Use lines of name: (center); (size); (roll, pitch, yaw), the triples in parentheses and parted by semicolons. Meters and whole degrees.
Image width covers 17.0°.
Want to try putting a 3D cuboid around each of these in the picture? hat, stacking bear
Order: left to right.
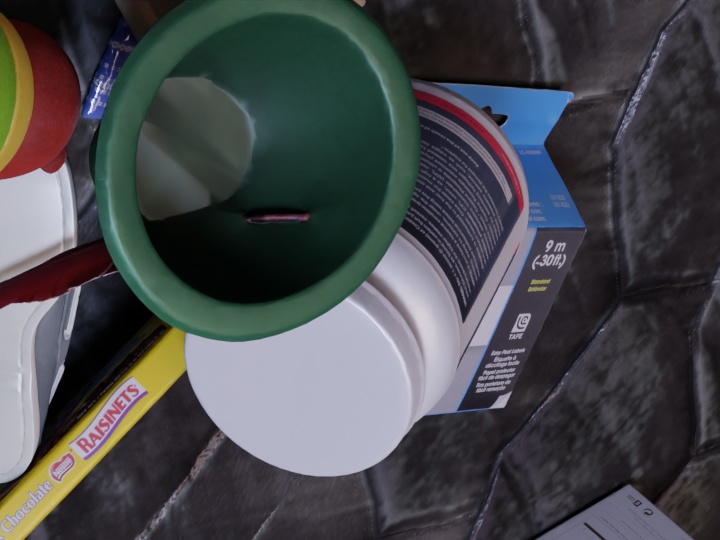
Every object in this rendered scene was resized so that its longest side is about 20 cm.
stacking bear: (-0.196, -0.078, 1.068); (0.113, 0.122, 0.200); (-27, 172, 21)
hat: (-0.098, -0.057, 1.157); (0.199, 0.176, 0.167); (-22, 110, -29)

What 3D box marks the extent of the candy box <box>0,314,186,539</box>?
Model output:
candy box: (-0.164, 0.101, 1.291); (0.200, 0.026, 0.102); (-46, -172, -6)

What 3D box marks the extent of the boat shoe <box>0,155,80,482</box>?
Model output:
boat shoe: (-0.179, 0.010, 1.233); (0.062, 0.072, 0.201); (-71, 172, -63)

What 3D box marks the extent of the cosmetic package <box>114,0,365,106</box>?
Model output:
cosmetic package: (-0.082, -0.179, 1.122); (0.105, 0.071, 0.200); (-38, 138, -8)

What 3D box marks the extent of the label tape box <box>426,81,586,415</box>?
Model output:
label tape box: (0.061, -0.010, 1.450); (0.143, 0.066, 0.201); (-1, 124, -46)

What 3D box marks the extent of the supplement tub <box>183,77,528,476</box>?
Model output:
supplement tub: (0.000, 0.000, 1.268); (0.200, 0.140, 0.141); (-58, 162, -52)

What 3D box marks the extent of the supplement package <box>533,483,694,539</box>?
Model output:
supplement package: (0.157, 0.272, 1.757); (0.199, 0.120, 0.122); (-27, 139, -28)

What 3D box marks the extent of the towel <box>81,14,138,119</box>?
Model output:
towel: (-0.049, -0.154, 1.239); (0.144, 0.024, 0.201); (9, 115, -49)
